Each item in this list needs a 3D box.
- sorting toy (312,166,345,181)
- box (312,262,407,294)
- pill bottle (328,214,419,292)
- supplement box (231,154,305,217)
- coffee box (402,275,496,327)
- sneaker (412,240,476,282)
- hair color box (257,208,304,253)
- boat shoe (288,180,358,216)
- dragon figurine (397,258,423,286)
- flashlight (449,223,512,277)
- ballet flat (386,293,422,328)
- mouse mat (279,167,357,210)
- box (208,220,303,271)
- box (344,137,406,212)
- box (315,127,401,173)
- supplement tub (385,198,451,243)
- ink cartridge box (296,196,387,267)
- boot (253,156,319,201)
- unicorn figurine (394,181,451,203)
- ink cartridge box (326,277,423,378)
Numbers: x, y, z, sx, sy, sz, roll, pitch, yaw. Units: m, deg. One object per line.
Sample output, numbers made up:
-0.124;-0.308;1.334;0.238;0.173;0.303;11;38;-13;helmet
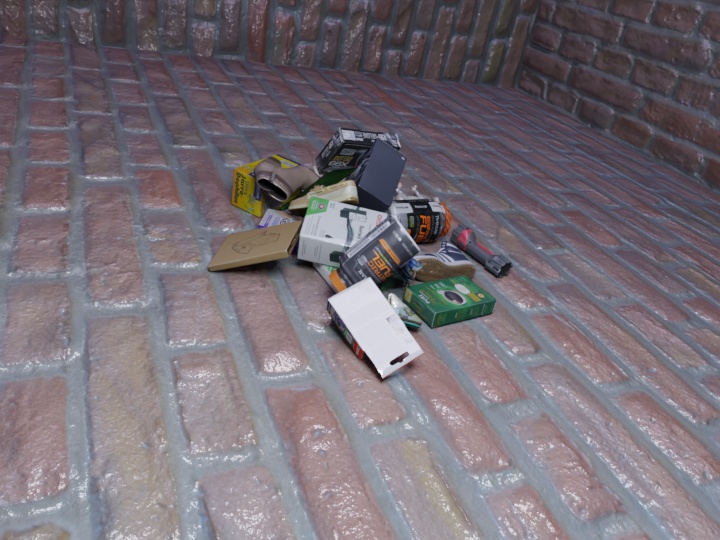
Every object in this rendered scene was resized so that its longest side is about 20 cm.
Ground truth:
-0.045;-0.198;1.762;0.197;0.108;0.181;7;40;-25;sorting toy
0.000;0.000;1.488;0.197;0.037;0.144;-9;36;-30;box
0.026;-0.022;1.337;0.107;0.199;0.106;50;6;-7;pill bottle
-0.263;-0.247;1.738;0.108;0.110;0.200;24;31;22;supplement box
0.211;0.070;1.439;0.198;0.045;0.123;-9;35;-34;coffee box
0.195;-0.027;1.573;0.197;0.071;0.109;5;34;-27;sneaker
-0.159;-0.095;1.564;0.197;0.066;0.110;13;28;-2;hair color box
-0.094;-0.184;1.542;0.197;0.068;0.074;-7;-16;23;boat shoe
0.092;-0.019;1.424;0.099;0.059;0.200;34;17;-1;dragon figurine
0.338;-0.056;1.689;0.200;0.068;0.068;41;10;38;flashlight
0.040;0.084;1.313;0.197;0.072;0.069;4;-15;-9;ballet flat
-0.112;-0.218;1.614;0.008;0.199;0.161;61;28;2;mouse mat
-0.243;-0.059;1.426;0.197;0.022;0.164;-9;28;13;box
0.019;-0.221;1.643;0.103;0.182;0.202;31;50;-15;box
-0.008;-0.334;1.723;0.198;0.158;0.050;-2;67;-34;box
0.148;-0.138;1.694;0.197;0.124;0.123;-6;34;-28;supplement tub
-0.041;-0.084;1.461;0.197;0.084;0.148;12;48;-2;ink cartridge box
-0.191;-0.230;1.612;0.198;0.071;0.147;22;34;-14;boot
0.172;-0.223;1.919;0.197;0.075;0.138;-9;43;-8;unicorn figurine
0.027;0.121;1.227;0.108;0.051;0.201;-26;65;-22;ink cartridge box
